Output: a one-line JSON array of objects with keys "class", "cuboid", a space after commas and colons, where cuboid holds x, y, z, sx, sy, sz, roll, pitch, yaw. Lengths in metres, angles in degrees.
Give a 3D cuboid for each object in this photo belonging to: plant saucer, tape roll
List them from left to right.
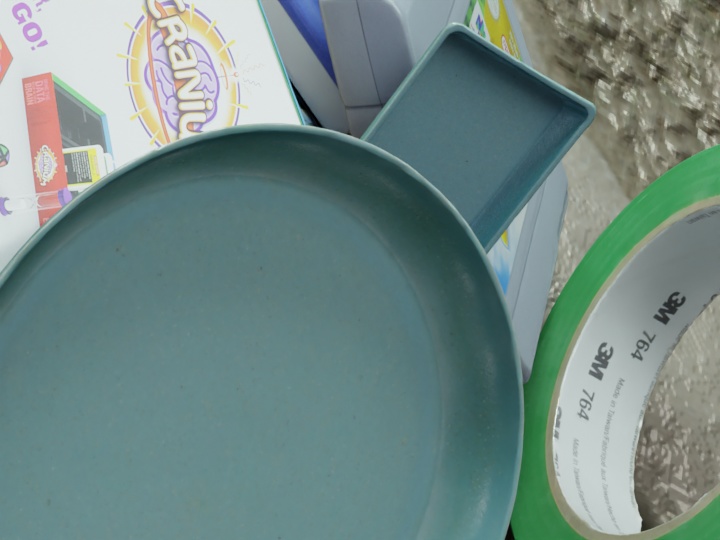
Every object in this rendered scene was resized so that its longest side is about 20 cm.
[{"class": "plant saucer", "cuboid": [-0.039, 0.056, 0.643, 0.199, 0.027, 0.202, -10, 107, -33]}, {"class": "plant saucer", "cuboid": [0.000, 0.000, 0.831, 0.070, 0.201, 0.019, 27, 21, -27]}, {"class": "tape roll", "cuboid": [0.138, 0.047, 0.897, 0.048, 0.200, 0.202, 27, 58, -26]}]

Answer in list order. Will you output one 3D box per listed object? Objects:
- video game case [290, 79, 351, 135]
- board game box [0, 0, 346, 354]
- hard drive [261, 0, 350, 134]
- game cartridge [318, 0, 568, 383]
[{"class": "video game case", "cuboid": [-0.069, -0.096, 0.827, 0.144, 0.017, 0.200, 58, 15, 7]}, {"class": "board game box", "cuboid": [-0.117, -0.048, 0.639, 0.199, 0.040, 0.154, -18, 87, -30]}, {"class": "hard drive", "cuboid": [-0.044, -0.156, 0.913, 0.201, 0.025, 0.132, 55, 22, -7]}, {"class": "game cartridge", "cuboid": [0.038, -0.056, 0.896, 0.134, 0.040, 0.201, -68, 146, -43]}]
